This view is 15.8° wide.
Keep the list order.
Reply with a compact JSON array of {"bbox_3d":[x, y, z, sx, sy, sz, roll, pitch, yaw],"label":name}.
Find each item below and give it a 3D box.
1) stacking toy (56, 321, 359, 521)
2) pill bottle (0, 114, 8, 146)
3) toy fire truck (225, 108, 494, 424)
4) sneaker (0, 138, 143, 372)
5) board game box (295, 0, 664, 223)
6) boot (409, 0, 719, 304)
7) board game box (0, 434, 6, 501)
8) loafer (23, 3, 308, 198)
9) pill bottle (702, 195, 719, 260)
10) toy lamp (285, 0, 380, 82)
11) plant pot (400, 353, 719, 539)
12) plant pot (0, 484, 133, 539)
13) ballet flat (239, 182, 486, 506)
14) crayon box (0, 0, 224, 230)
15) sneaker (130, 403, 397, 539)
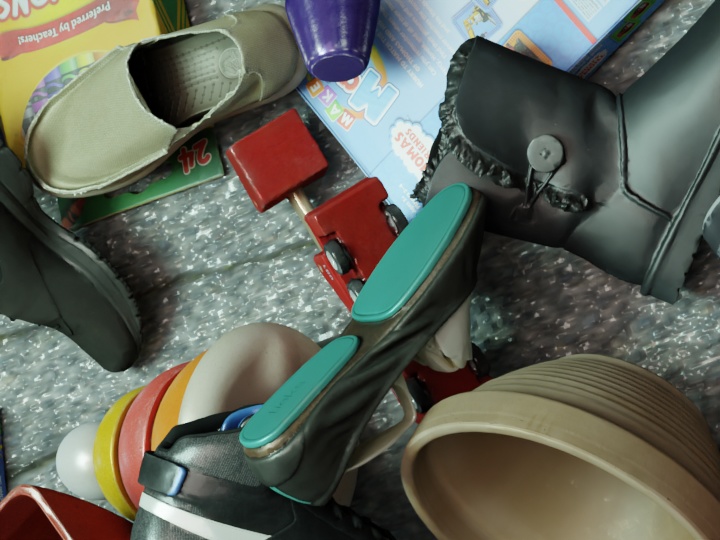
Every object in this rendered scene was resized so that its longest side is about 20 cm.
[{"bbox_3d":[-0.113,0.108,1.555,0.199,0.146,0.147,-5,85,41],"label":"stacking toy"},{"bbox_3d":[-0.307,-0.067,1.601,0.115,0.200,0.117,-2,86,25],"label":"pill bottle"},{"bbox_3d":[0.000,0.000,1.504,0.049,0.141,0.201,-31,95,-11],"label":"toy fire truck"},{"bbox_3d":[-0.214,-0.001,1.574,0.091,0.200,0.076,-50,25,-19],"label":"sneaker"},{"bbox_3d":[0.059,-0.144,1.519,0.200,0.037,0.152,-45,70,16],"label":"board game box"},{"bbox_3d":[0.132,-0.097,1.433,0.167,0.076,0.201,22,104,2],"label":"boot"},{"bbox_3d":[-0.320,0.167,1.686,0.199,0.034,0.136,-10,83,25],"label":"board game box"},{"bbox_3d":[-0.126,-0.104,1.533,0.199,0.068,0.076,-27,80,22],"label":"loafer"},{"bbox_3d":[0.277,0.026,1.367,0.106,0.106,0.200,-40,71,18],"label":"pill bottle"},{"bbox_3d":[-0.020,-0.205,1.518,0.058,0.058,0.201,-17,64,24],"label":"toy lamp"},{"bbox_3d":[0.129,0.112,1.416,0.200,0.201,0.093,14,57,26],"label":"plant pot"},{"bbox_3d":[-0.157,0.259,1.525,0.200,0.176,0.200,-45,70,17],"label":"plant pot"},{"bbox_3d":[0.014,0.045,1.401,0.200,0.068,0.068,-49,23,-14],"label":"ballet flat"},{"bbox_3d":[-0.168,-0.138,1.621,0.126,0.051,0.201,-19,80,23],"label":"crayon box"},{"bbox_3d":[-0.025,0.130,1.427,0.199,0.073,0.113,6,95,-16],"label":"sneaker"}]
